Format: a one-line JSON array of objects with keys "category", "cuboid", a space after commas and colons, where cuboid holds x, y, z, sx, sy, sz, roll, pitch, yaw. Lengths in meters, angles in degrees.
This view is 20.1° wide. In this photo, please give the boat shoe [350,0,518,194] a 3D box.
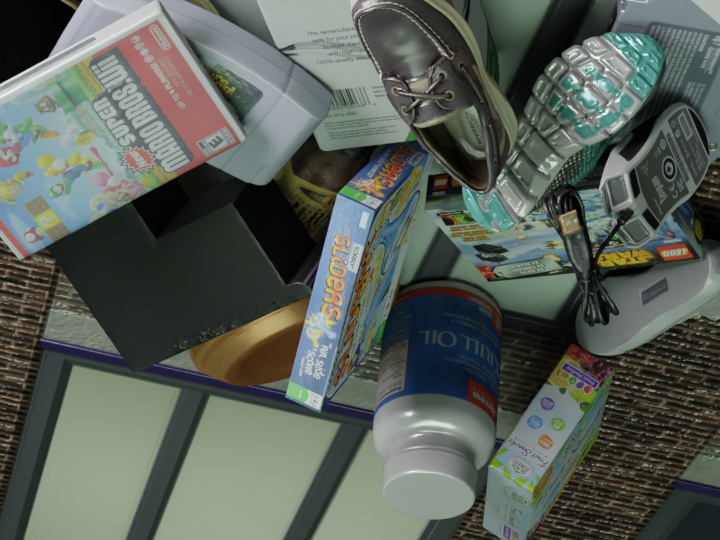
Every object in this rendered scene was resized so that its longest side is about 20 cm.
[{"category": "boat shoe", "cuboid": [0.056, -0.131, 1.476, 0.072, 0.065, 0.200, -13, 139, 24]}]

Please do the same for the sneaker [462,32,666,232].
[{"category": "sneaker", "cuboid": [0.165, -0.113, 1.576, 0.200, 0.078, 0.091, -43, 165, 29]}]

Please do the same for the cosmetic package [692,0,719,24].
[{"category": "cosmetic package", "cuboid": [0.247, -0.257, 1.408, 0.200, 0.085, 0.108, 33, 133, -30]}]

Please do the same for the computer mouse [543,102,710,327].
[{"category": "computer mouse", "cuboid": [0.204, -0.055, 1.549, 0.044, 0.200, 0.110, -5, 120, 44]}]

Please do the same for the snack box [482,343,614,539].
[{"category": "snack box", "cuboid": [0.173, 0.169, 1.894, 0.053, 0.142, 0.200, 30, 161, 14]}]

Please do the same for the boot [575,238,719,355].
[{"category": "boot", "cuboid": [0.283, 0.031, 1.797, 0.095, 0.074, 0.200, 10, 158, -30]}]

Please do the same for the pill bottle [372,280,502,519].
[{"category": "pill bottle", "cuboid": [0.069, 0.118, 1.832, 0.112, 0.200, 0.112, 3, 143, 3]}]

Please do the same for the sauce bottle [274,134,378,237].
[{"category": "sauce bottle", "cuboid": [-0.036, -0.079, 1.699, 0.065, 0.065, 0.200, 22, 141, -20]}]

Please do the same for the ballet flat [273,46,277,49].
[{"category": "ballet flat", "cuboid": [-0.130, -0.133, 1.640, 0.199, 0.074, 0.074, -3, 142, 15]}]

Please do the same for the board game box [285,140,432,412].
[{"category": "board game box", "cuboid": [0.000, 0.000, 1.654, 0.034, 0.135, 0.200, 24, 124, 13]}]

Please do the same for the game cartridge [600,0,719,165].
[{"category": "game cartridge", "cuboid": [0.247, -0.154, 1.586, 0.133, 0.041, 0.200, 13, 143, -3]}]

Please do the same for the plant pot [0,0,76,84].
[{"category": "plant pot", "cuboid": [-0.340, -0.139, 1.569, 0.200, 0.178, 0.200, -16, 138, 25]}]

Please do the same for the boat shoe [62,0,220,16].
[{"category": "boat shoe", "cuboid": [-0.186, -0.208, 1.550, 0.073, 0.063, 0.201, -24, 133, 34]}]

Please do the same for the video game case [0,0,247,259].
[{"category": "video game case", "cuboid": [-0.201, -0.100, 1.495, 0.200, 0.017, 0.143, -27, 134, 6]}]

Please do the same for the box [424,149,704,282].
[{"category": "box", "cuboid": [0.172, -0.045, 1.703, 0.199, 0.040, 0.137, -6, 150, 26]}]

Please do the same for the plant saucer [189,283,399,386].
[{"category": "plant saucer", "cuboid": [-0.054, 0.053, 1.817, 0.200, 0.038, 0.200, -22, 163, -7]}]

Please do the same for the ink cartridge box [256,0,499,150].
[{"category": "ink cartridge box", "cuboid": [0.014, -0.190, 1.529, 0.146, 0.083, 0.200, -5, 143, 14]}]

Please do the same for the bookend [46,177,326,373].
[{"category": "bookend", "cuboid": [-0.152, -0.046, 1.677, 0.198, 0.092, 0.200, -25, 108, 31]}]

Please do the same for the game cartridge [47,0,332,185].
[{"category": "game cartridge", "cuboid": [-0.129, -0.144, 1.537, 0.200, 0.041, 0.133, 26, 142, -14]}]
